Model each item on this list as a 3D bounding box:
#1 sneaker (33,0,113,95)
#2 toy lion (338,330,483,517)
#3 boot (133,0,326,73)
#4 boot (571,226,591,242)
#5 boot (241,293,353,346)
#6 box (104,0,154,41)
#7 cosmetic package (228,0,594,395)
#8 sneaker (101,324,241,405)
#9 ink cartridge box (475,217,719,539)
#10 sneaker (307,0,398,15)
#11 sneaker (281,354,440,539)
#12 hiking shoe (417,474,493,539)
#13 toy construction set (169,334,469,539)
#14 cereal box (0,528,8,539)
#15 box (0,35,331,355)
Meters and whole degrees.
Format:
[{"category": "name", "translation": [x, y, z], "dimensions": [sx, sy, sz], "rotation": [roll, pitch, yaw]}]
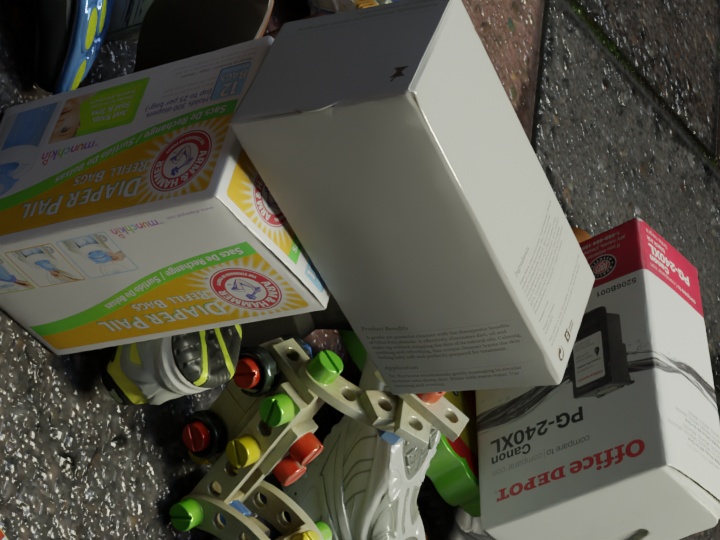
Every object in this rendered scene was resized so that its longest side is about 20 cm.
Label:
[{"category": "sneaker", "translation": [-0.190, -0.199, 1.028], "dimensions": [0.071, 0.082, 0.200], "rotation": [-77, 160, -69]}, {"category": "toy lion", "translation": [0.050, 0.071, 1.247], "dimensions": [0.200, 0.069, 0.192], "rotation": [40, 31, -37]}, {"category": "boot", "translation": [-0.061, -0.140, 1.117], "dimensions": [0.064, 0.186, 0.200], "rotation": [52, 37, 9]}, {"category": "boot", "translation": [0.124, -0.049, 1.449], "dimensions": [0.200, 0.074, 0.155], "rotation": [-33, 104, -57]}, {"category": "boot", "translation": [0.000, 0.000, 1.156], "dimensions": [0.074, 0.199, 0.076], "rotation": [91, -3, -60]}, {"category": "box", "translation": [-0.146, -0.246, 1.102], "dimensions": [0.082, 0.068, 0.201], "rotation": [-20, 97, -56]}, {"category": "cosmetic package", "translation": [0.032, -0.033, 0.913], "dimensions": [0.200, 0.107, 0.085], "rotation": [62, 38, -35]}, {"category": "sneaker", "translation": [-0.112, 0.001, 1.085], "dimensions": [0.075, 0.076, 0.200], "rotation": [55, 26, -28]}, {"category": "ink cartridge box", "translation": [0.158, 0.087, 1.209], "dimensions": [0.083, 0.145, 0.200], "rotation": [38, 38, -39]}, {"category": "sneaker", "translation": [-0.017, -0.191, 1.279], "dimensions": [0.075, 0.088, 0.200], "rotation": [-10, 64, -34]}, {"category": "sneaker", "translation": [-0.007, 0.128, 1.159], "dimensions": [0.078, 0.099, 0.201], "rotation": [-11, 112, -62]}, {"category": "hiking shoe", "translation": [0.037, 0.153, 1.277], "dimensions": [0.200, 0.076, 0.101], "rotation": [52, 25, -37]}, {"category": "toy construction set", "translation": [-0.036, 0.116, 1.074], "dimensions": [0.131, 0.200, 0.092], "rotation": [50, 20, 16]}, {"category": "cereal box", "translation": [-0.263, 0.110, 0.854], "dimensions": [0.200, 0.039, 0.144], "rotation": [63, 37, -24]}, {"category": "box", "translation": [-0.110, -0.036, 0.977], "dimensions": [0.101, 0.200, 0.113], "rotation": [47, 45, -39]}]
